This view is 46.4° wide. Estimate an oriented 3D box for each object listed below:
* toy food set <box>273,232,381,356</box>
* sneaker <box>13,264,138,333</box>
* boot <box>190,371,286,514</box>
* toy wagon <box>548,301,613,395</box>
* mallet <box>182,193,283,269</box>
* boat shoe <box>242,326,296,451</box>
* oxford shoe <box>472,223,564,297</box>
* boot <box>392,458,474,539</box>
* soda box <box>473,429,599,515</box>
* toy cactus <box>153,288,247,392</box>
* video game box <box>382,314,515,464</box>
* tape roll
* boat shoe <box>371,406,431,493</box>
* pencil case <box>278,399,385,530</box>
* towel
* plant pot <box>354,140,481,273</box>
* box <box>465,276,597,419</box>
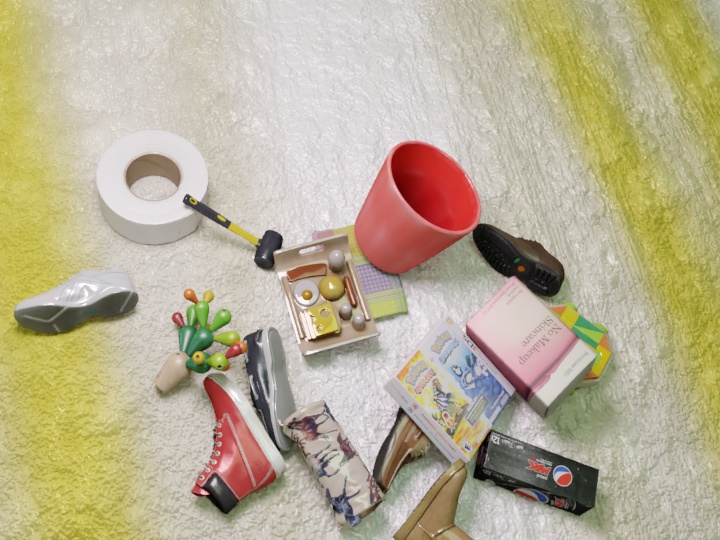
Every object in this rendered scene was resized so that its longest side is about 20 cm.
[{"bbox_3d":[-0.059,0.041,1.468,0.140,0.061,0.204,-14,66,-11],"label":"toy food set"},{"bbox_3d":[-0.474,0.046,1.398,0.196,0.071,0.081,-13,49,-22],"label":"sneaker"},{"bbox_3d":[-0.226,0.271,1.322,0.143,0.073,0.202,-30,75,-23],"label":"boot"},{"bbox_3d":[0.365,0.127,1.548,0.198,0.040,0.156,36,60,8],"label":"toy wagon"},{"bbox_3d":[-0.229,-0.068,1.488,0.197,0.041,0.067,25,61,-24],"label":"mallet"},{"bbox_3d":[-0.152,0.198,1.384,0.059,0.075,0.205,-16,71,22],"label":"boat shoe"},{"bbox_3d":[0.303,-0.031,1.614,0.198,0.073,0.085,36,43,6],"label":"oxford shoe"},{"bbox_3d":[0.172,0.422,1.307,0.199,0.066,0.176,40,97,13],"label":"boot"},{"bbox_3d":[0.293,0.339,1.402,0.196,0.064,0.072,20,60,0],"label":"soda box"},{"bbox_3d":[-0.273,0.125,1.361,0.165,0.102,0.200,-47,45,-1],"label":"toy cactus"},{"bbox_3d":[0.154,0.197,1.411,0.182,0.047,0.200,45,44,2],"label":"video game box"},{"bbox_3d":[-0.373,-0.151,1.518,0.197,0.071,0.207,6,60,-10],"label":"tape roll"},{"bbox_3d":[0.084,0.276,1.385,0.073,0.076,0.202,30,59,-1],"label":"boat shoe"},{"bbox_3d":[-0.047,0.301,1.321,0.088,0.078,0.202,-31,82,-15],"label":"pencil case"},{"bbox_3d":[0.000,0.000,1.547,0.140,0.023,0.204,-11,65,-19],"label":"towel"},{"bbox_3d":[0.089,-0.101,1.511,0.197,0.177,0.204,19,50,-24],"label":"plant pot"},{"bbox_3d":[0.293,0.134,1.458,0.128,0.109,0.200,-42,69,-7],"label":"box"}]
